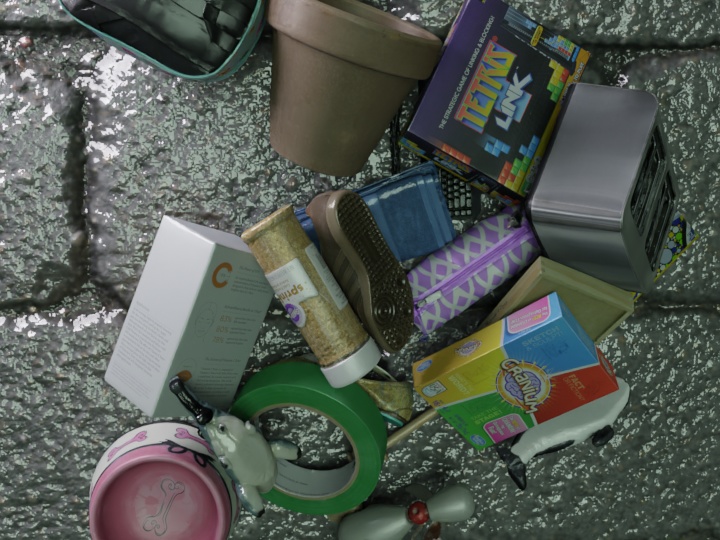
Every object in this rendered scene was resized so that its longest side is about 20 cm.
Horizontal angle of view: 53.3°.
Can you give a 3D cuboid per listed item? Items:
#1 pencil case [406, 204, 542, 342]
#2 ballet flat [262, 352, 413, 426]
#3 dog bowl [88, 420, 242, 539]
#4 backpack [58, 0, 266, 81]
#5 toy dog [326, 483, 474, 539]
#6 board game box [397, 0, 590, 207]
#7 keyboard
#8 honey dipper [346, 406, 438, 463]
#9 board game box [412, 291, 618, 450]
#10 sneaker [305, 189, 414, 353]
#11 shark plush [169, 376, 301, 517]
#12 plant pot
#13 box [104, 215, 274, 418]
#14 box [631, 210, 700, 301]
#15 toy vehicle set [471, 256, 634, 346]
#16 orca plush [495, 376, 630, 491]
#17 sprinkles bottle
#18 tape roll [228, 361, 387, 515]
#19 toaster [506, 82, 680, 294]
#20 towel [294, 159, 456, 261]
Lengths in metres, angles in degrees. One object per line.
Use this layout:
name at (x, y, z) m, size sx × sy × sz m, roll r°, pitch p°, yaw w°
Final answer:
pencil case at (0.132, -0.003, 0.888) m, size 0.199 × 0.086 × 0.084 m, roll -36°, pitch 79°, yaw -2°
ballet flat at (-0.024, 0.137, 0.907) m, size 0.197 × 0.071 × 0.072 m, roll 20°, pitch 95°, yaw -5°
dog bowl at (-0.248, 0.298, 0.899) m, size 0.196 × 0.074 × 0.204 m, roll -1°, pitch 98°, yaw -6°
backpack at (-0.197, -0.304, 0.783) m, size 0.198 × 0.153 × 0.178 m, roll 29°, pitch 96°, yaw 1°
toy dog at (0.051, 0.333, 0.917) m, size 0.196 × 0.097 × 0.134 m, roll -1°, pitch 57°, yaw 23°
board game box at (0.160, -0.206, 0.854) m, size 0.163 × 0.057 × 0.203 m, roll 27°, pitch 80°, yaw -8°
keyboard at (0.090, -0.163, 0.896) m, size 0.125 × 0.021 × 0.204 m, roll -4°, pitch 97°, yaw -5°
honey dipper at (0.073, 0.200, 0.934) m, size 0.198 × 0.038 × 0.038 m, roll -33°, pitch 99°, yaw -2°
board game box at (0.184, 0.127, 0.861) m, size 0.198 × 0.041 × 0.153 m, roll -31°, pitch 123°, yaw 24°
sneaker at (0.000, 0.000, 0.826) m, size 0.070 × 0.075 × 0.203 m, roll -33°, pitch 112°, yaw -33°
shark plush at (-0.157, 0.201, 0.805) m, size 0.200 × 0.082 × 0.092 m, roll 46°, pitch 62°, yaw -39°
plant pot at (-0.028, -0.208, 0.807) m, size 0.197 × 0.201 × 0.177 m, roll 18°, pitch 112°, yaw -7°
box at (-0.190, 0.056, 0.831) m, size 0.097 × 0.124 × 0.203 m, roll 25°, pitch 95°, yaw 33°
box at (0.328, 0.000, 0.918) m, size 0.070 × 0.064 × 0.200 m, roll 44°, pitch 91°, yaw -10°
toy vehicle set at (0.218, 0.075, 0.872) m, size 0.122 × 0.027 × 0.201 m, roll 21°, pitch 136°, yaw -10°
orca plush at (0.270, 0.216, 0.936) m, size 0.200 × 0.105 × 0.072 m, roll -41°, pitch 141°, yaw -22°
sprinkles bottle at (-0.054, 0.029, 0.795) m, size 0.068 × 0.068 × 0.202 m, roll -31°, pitch 98°, yaw -1°
tape roll at (-0.067, 0.207, 0.873) m, size 0.196 × 0.048 × 0.204 m, roll 6°, pitch 119°, yaw 11°
toaster at (0.275, -0.083, 0.813) m, size 0.181 × 0.117 × 0.203 m, roll 44°, pitch 65°, yaw -48°
towel at (0.013, -0.050, 0.875) m, size 0.197 × 0.049 × 0.113 m, roll -21°, pitch 122°, yaw 3°
